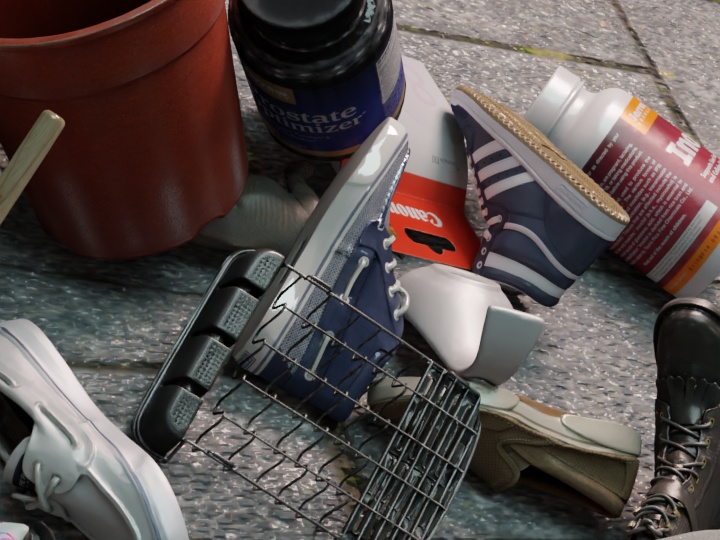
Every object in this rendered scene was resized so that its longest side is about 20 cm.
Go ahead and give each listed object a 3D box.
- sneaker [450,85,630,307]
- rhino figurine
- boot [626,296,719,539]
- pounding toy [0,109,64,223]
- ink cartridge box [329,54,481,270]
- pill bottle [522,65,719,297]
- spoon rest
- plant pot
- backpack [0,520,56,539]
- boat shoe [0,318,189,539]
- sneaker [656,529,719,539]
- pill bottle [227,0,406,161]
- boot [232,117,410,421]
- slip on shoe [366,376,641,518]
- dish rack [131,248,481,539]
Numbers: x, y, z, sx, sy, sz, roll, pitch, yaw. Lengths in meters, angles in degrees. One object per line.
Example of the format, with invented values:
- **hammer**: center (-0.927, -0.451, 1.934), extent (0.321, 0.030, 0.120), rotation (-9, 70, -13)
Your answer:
- **sneaker**: center (0.110, -0.054, 1.453), extent (0.070, 0.109, 0.200), rotation (17, 23, -46)
- **rhino figurine**: center (-0.053, -0.036, 1.345), extent (0.199, 0.060, 0.088), rotation (19, 39, -28)
- **boot**: center (0.217, 0.138, 1.278), extent (0.069, 0.201, 0.174), rotation (1, 24, 25)
- **pounding toy**: center (-0.262, 0.021, 1.036), extent (0.142, 0.184, 0.200), rotation (16, 42, -22)
- **ink cartridge box**: center (0.031, -0.094, 1.445), extent (0.162, 0.057, 0.200), rotation (12, 36, -51)
- **pill bottle**: center (0.218, -0.075, 1.537), extent (0.200, 0.113, 0.113), rotation (36, 38, 1)
- **spoon rest**: center (0.075, 0.038, 1.316), extent (0.099, 0.061, 0.200), rotation (16, 5, -12)
- **plant pot**: center (-0.162, -0.127, 1.217), extent (0.200, 0.196, 0.201), rotation (-7, 42, 7)
- **backpack**: center (-0.218, 0.196, 0.914), extent (0.126, 0.167, 0.200), rotation (20, 34, -10)
- **boat shoe**: center (-0.178, 0.113, 1.102), extent (0.065, 0.074, 0.200), rotation (-20, 53, -40)
- **sneaker**: center (0.153, 0.239, 1.193), extent (0.199, 0.116, 0.074), rotation (-9, 19, 2)
- **pill bottle**: center (-0.030, -0.160, 1.289), extent (0.111, 0.200, 0.112), rotation (-2, 71, 6)
- **boot**: center (0.000, 0.000, 1.285), extent (0.090, 0.073, 0.200), rotation (33, 80, -10)
- **slip on shoe**: center (0.097, 0.120, 1.292), extent (0.199, 0.076, 0.061), rotation (16, 74, -19)
- **dish rack**: center (-0.025, 0.091, 1.197), extent (0.200, 0.055, 0.154), rotation (33, 68, -11)
